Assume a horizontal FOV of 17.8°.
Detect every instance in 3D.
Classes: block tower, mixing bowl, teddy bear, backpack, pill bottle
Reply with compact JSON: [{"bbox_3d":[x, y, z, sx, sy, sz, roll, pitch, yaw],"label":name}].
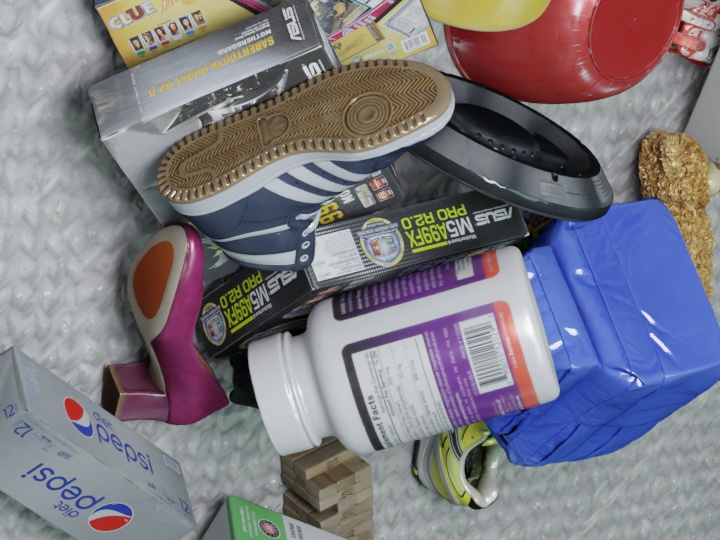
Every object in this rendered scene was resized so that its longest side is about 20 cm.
[{"bbox_3d":[-0.024,0.228,1.835,0.058,0.054,0.201,-23,126,-29],"label":"block tower"},{"bbox_3d":[0.173,-0.205,1.732,0.199,0.108,0.201,-21,126,-33],"label":"mixing bowl"},{"bbox_3d":[0.268,-0.014,1.890,0.145,0.066,0.201,36,58,-59],"label":"teddy bear"},{"bbox_3d":[0.152,0.053,1.731,0.167,0.163,0.200,-5,157,-26],"label":"backpack"},{"bbox_3d":[0.029,0.062,1.581,0.199,0.112,0.112,-16,130,6],"label":"pill bottle"}]

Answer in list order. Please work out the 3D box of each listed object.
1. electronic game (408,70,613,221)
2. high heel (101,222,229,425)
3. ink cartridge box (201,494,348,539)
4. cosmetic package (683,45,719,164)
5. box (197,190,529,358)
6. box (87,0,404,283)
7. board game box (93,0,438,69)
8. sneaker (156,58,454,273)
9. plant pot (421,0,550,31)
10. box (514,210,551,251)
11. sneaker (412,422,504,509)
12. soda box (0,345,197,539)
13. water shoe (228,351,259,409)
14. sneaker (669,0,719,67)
[{"bbox_3d":[0.092,-0.091,1.656,0.199,0.200,0.042,7,116,-43],"label":"electronic game"},{"bbox_3d":[-0.117,0.035,1.610,0.096,0.068,0.200,-5,144,-27],"label":"high heel"},{"bbox_3d":[-0.025,0.270,1.733,0.199,0.146,0.084,23,114,-21],"label":"ink cartridge box"},{"bbox_3d":[0.341,-0.151,1.845,0.085,0.107,0.200,-45,164,-24],"label":"cosmetic package"},{"bbox_3d":[0.000,0.000,1.666,0.199,0.160,0.044,-14,78,-36],"label":"box"},{"bbox_3d":[-0.073,-0.084,1.547,0.158,0.049,0.200,-23,147,5],"label":"box"},{"bbox_3d":[-0.062,-0.172,1.532,0.199,0.035,0.136,-22,131,4],"label":"board game box"},{"bbox_3d":[-0.021,-0.064,1.489,0.199,0.070,0.109,-18,142,13],"label":"sneaker"},{"bbox_3d":[0.090,-0.276,1.573,0.200,0.201,0.190,-15,138,-35],"label":"plant pot"},{"bbox_3d":[0.176,0.003,1.879,0.070,0.064,0.200,-44,135,-15],"label":"box"},{"bbox_3d":[0.097,0.099,1.853,0.075,0.076,0.201,-13,118,-34],"label":"sneaker"},{"bbox_3d":[-0.202,0.134,1.606,0.068,0.064,0.200,-33,138,15],"label":"soda box"},{"bbox_3d":[-0.037,0.078,1.736,0.200,0.078,0.072,21,71,-68],"label":"water shoe"},{"bbox_3d":[0.269,-0.231,1.804,0.108,0.067,0.201,-52,154,-4],"label":"sneaker"}]
